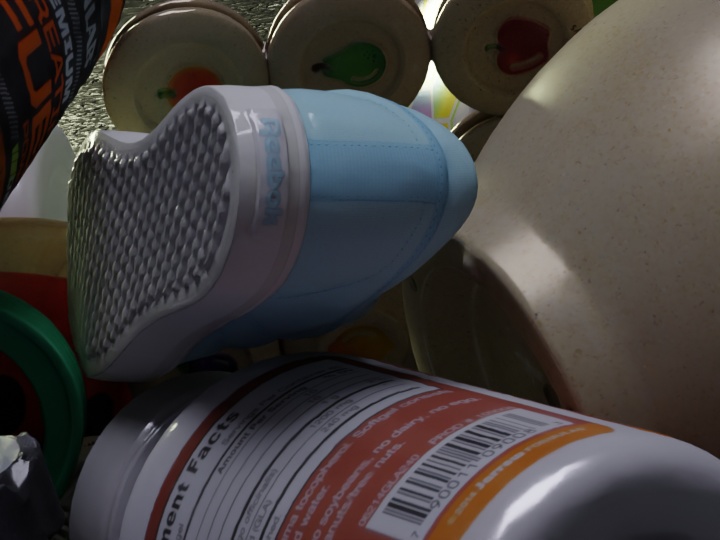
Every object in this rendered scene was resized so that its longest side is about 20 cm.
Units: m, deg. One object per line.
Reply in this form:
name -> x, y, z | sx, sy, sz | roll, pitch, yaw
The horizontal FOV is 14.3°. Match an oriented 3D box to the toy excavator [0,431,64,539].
toy excavator -> -0.185, 0.124, 0.727 | 0.194, 0.100, 0.200 | 0, 24, 34

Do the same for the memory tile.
memory tile -> 0.000, 0.000, 0.897 | 0.153, 0.200, 0.017 | -7, 32, -6

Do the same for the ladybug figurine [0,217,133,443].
ladybug figurine -> -0.123, 0.042, 0.940 | 0.136, 0.072, 0.200 | -29, -20, 13

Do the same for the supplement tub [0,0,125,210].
supplement tub -> -0.130, -0.068, 0.804 | 0.107, 0.107, 0.200 | -3, 34, 20

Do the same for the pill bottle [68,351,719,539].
pill bottle -> 0.009, 0.081, 0.728 | 0.112, 0.112, 0.200 | -16, 15, -31

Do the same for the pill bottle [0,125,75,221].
pill bottle -> -0.216, 0.001, 1.181 | 0.199, 0.113, 0.112 | -6, 14, 7

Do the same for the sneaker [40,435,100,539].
sneaker -> -0.055, 0.077, 0.874 | 0.199, 0.075, 0.085 | -2, 1, -3

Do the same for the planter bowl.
planter bowl -> 0.096, 0.017, 0.804 | 0.135, 0.201, 0.200 | -25, 18, -16

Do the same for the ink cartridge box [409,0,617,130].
ink cartridge box -> 0.073, -0.048, 1.112 | 0.076, 0.148, 0.200 | 11, 7, -19

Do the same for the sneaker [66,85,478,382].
sneaker -> -0.027, -0.006, 0.781 | 0.082, 0.074, 0.200 | 4, -4, -19

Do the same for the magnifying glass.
magnifying glass -> -0.163, 0.078, 0.812 | 0.200, 0.080, 0.022 | -38, 18, 8
